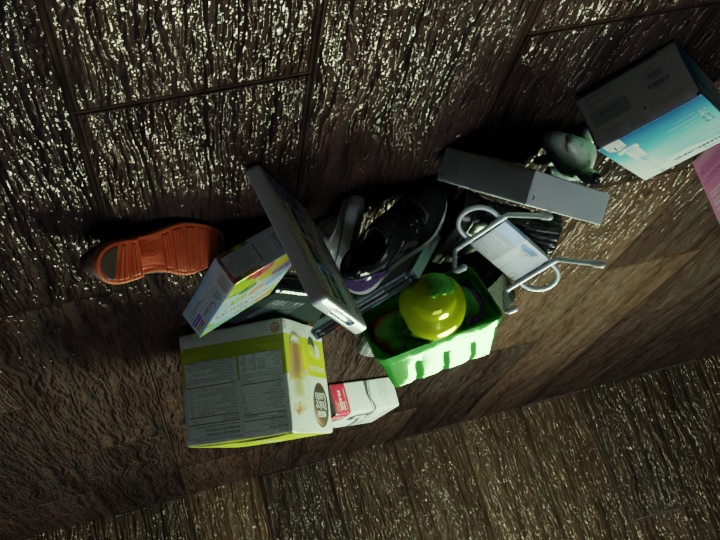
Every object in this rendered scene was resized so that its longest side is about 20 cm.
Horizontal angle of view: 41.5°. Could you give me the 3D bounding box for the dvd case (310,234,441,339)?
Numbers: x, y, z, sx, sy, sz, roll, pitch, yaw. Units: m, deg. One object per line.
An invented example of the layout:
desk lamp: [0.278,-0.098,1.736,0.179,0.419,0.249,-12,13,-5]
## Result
dvd case: [0.024,0.019,1.416,0.200,0.022,0.146,-31,-167,30]

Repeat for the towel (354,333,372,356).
towel: [0.092,0.102,1.868,0.200,0.086,0.166,-12,161,-13]

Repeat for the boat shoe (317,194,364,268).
boat shoe: [-0.042,-0.040,1.389,0.065,0.074,0.200,19,138,1]

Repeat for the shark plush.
shark plush: [0.292,-0.168,1.383,0.083,0.091,0.200,3,-178,2]

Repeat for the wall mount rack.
wall mount rack: [0.231,-0.022,1.328,0.200,0.075,0.174,37,127,-27]

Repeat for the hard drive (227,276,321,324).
hard drive: [-0.126,0.057,1.641,0.139,0.033,0.200,-29,157,32]

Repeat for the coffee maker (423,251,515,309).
coffee maker: [0.210,0.013,1.648,0.192,0.135,0.200,-20,161,8]

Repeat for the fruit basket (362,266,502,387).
fruit basket: [0.098,0.058,1.395,0.215,0.156,0.216,-11,129,-14]

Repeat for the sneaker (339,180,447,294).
sneaker: [0.051,-0.052,1.319,0.200,0.076,0.088,-48,167,-10]

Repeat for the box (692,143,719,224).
box: [0.672,-0.129,1.544,0.176,0.200,0.097,-13,160,-12]

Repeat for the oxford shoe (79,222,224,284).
oxford shoe: [-0.274,-0.029,1.263,0.200,0.071,0.073,-9,-167,-41]

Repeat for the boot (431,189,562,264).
boot: [0.200,-0.046,1.446,0.158,0.080,0.211,14,164,-9]

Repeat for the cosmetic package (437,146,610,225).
cosmetic package: [0.226,-0.115,1.305,0.151,0.052,0.200,25,-169,41]

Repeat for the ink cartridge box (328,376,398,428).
ink cartridge box: [-0.024,0.341,2.429,0.200,0.083,0.145,-2,156,-35]

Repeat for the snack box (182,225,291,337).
snack box: [-0.167,0.010,1.377,0.142,0.053,0.200,-31,171,-34]

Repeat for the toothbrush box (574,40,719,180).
toothbrush box: [0.401,-0.207,1.276,0.146,0.085,0.200,-29,157,29]

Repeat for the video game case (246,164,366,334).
video game case: [-0.066,-0.023,1.217,0.024,0.200,0.182,-30,159,7]

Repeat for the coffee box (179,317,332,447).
coffee box: [-0.182,0.206,1.686,0.200,0.198,0.200,-11,167,16]
